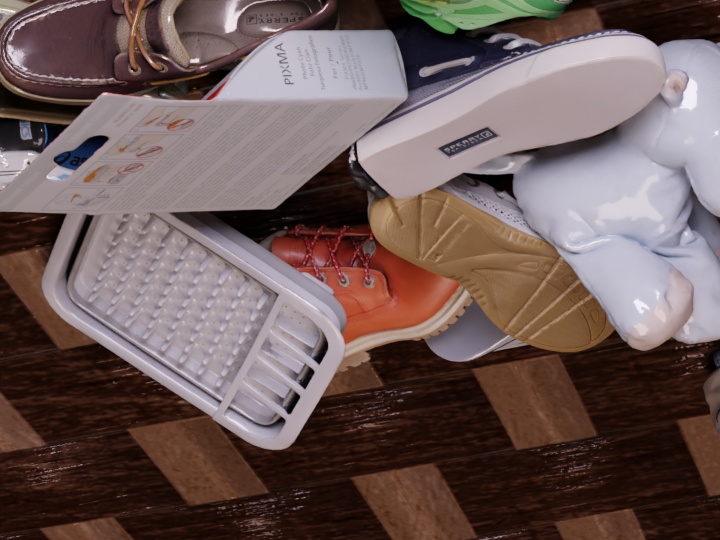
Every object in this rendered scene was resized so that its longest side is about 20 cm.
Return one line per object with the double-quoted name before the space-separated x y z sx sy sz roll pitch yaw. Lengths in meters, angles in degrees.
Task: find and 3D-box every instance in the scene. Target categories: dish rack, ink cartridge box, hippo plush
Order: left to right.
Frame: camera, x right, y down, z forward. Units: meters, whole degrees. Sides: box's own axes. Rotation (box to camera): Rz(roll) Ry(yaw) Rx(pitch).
"ink cartridge box" -0.097 -0.083 1.524 0.200 0.047 0.160 -1 159 -35
"dish rack" -0.103 0.018 1.750 0.200 0.044 0.172 32 144 2
"hippo plush" 0.186 -0.069 1.631 0.200 0.159 0.161 44 118 8

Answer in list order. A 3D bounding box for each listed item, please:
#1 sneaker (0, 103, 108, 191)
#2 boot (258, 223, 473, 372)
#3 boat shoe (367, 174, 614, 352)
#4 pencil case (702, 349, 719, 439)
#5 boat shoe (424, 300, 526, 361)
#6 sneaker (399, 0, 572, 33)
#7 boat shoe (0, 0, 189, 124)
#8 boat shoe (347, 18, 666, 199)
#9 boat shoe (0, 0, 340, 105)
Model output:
"sneaker" -0.223 -0.076 1.636 0.200 0.072 0.073 -2 147 -3
"boot" 0.000 0.000 1.763 0.107 0.075 0.200 31 137 -33
"boat shoe" 0.083 -0.019 1.675 0.200 0.069 0.071 34 115 -32
"pencil case" 0.300 0.144 1.874 0.078 0.200 0.089 -2 145 -18
"boat shoe" 0.135 0.001 1.781 0.200 0.074 0.065 -21 173 20
"sneaker" 0.033 -0.166 1.500 0.200 0.074 0.084 6 143 -11
"boat shoe" -0.199 -0.117 1.577 0.200 0.063 0.073 -1 147 -1
"boat shoe" 0.079 -0.118 1.558 0.200 0.093 0.075 -18 144 23
"boat shoe" -0.110 -0.138 1.523 0.200 0.072 0.072 -4 172 -3
